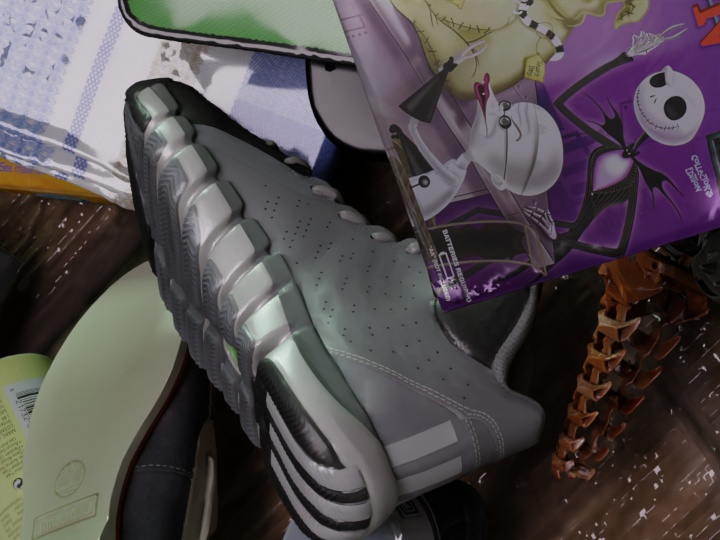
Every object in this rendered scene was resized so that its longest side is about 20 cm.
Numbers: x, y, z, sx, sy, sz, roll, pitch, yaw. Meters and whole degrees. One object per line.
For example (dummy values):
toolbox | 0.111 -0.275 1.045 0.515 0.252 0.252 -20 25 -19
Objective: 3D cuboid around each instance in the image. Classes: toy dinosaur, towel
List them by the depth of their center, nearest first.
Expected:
toy dinosaur | 0.131 -0.014 0.790 0.136 0.102 0.201 56 136 46
towel | -0.085 -0.100 0.936 0.199 0.024 0.148 21 90 16

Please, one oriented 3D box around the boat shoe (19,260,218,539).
boat shoe | -0.081 0.085 0.922 0.071 0.063 0.201 -22 43 34

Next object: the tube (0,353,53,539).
tube | -0.098 0.124 0.957 0.058 0.052 0.201 -44 59 22

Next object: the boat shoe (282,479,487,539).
boat shoe | -0.014 0.156 0.877 0.073 0.068 0.201 31 109 36

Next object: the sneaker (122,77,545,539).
sneaker | 0.000 0.000 0.857 0.075 0.115 0.201 92 155 -48

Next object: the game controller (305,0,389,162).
game controller | 0.032 -0.136 0.882 0.103 0.042 0.202 -1 81 3

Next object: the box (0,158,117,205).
box | -0.082 -0.125 0.987 0.118 0.041 0.202 5 90 39

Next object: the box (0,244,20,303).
box | -0.249 0.041 1.047 0.199 0.048 0.159 10 67 43

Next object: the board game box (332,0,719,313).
board game box | 0.045 -0.100 0.709 0.119 0.032 0.201 -18 95 19

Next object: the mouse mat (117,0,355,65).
mouse mat | 0.021 -0.146 0.868 0.199 0.008 0.162 10 86 16
